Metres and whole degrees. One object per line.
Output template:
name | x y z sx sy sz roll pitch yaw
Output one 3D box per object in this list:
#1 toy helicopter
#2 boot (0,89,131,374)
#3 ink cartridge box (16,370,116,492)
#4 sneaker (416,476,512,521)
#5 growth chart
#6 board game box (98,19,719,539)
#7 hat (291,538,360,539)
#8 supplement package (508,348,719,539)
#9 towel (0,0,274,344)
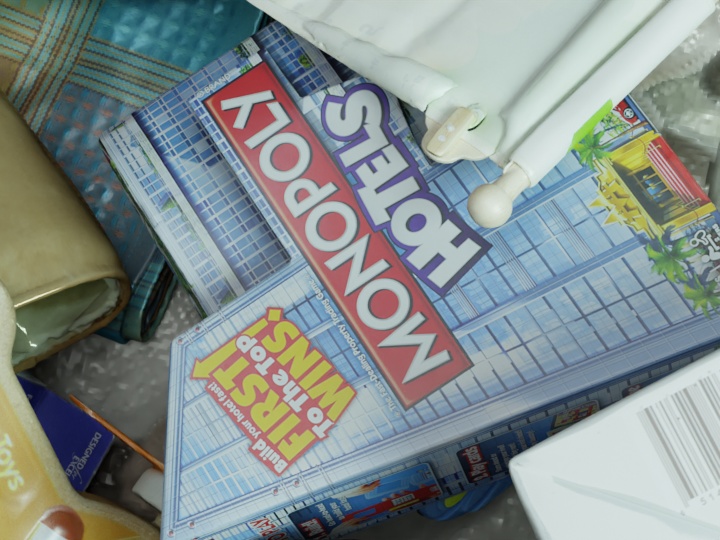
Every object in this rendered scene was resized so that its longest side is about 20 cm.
toy helicopter | -0.101 0.080 0.757 0.132 0.079 0.201 -28 113 -18
boot | -0.201 -0.038 0.801 0.174 0.066 0.201 -27 69 -10
ink cartridge box | -0.196 0.048 0.830 0.199 0.037 0.095 31 90 12
sneaker | 0.034 -0.009 0.800 0.082 0.071 0.201 1 72 17
growth chart | 0.026 -0.109 0.741 0.145 0.018 0.200 -38 55 -19
board game box | 0.000 0.000 0.731 0.199 0.062 0.200 -33 67 -4
hat | 0.016 0.168 0.736 0.199 0.081 0.202 7 109 21
supplement package | 0.127 0.097 0.687 0.121 0.200 0.120 -27 74 0
towel | -0.142 -0.070 0.861 0.199 0.022 0.147 21 80 13
